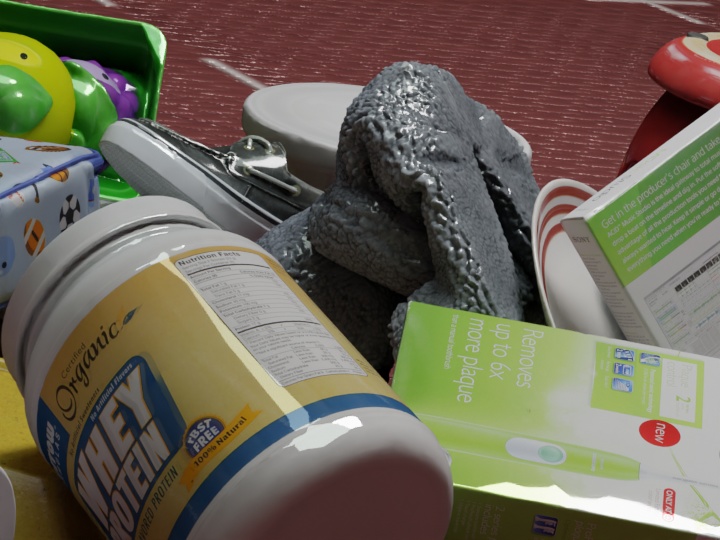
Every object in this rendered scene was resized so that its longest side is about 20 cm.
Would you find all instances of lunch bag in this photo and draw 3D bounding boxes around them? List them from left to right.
[{"bbox_3d":[-0.243,-0.030,1.503,0.159,0.076,0.200,10,15,22],"label":"lunch bag"}]

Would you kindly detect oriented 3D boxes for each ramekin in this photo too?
[{"bbox_3d":[0.013,-0.057,1.875,0.201,0.095,0.203,9,17,-3],"label":"ramekin"}]

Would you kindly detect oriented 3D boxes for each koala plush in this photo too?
[{"bbox_3d":[0.000,0.000,1.556,0.199,0.185,0.177,-30,-9,26],"label":"koala plush"}]

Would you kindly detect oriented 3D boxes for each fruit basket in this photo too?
[{"bbox_3d":[-0.230,-0.112,1.758,0.214,0.157,0.216,5,-26,2],"label":"fruit basket"}]

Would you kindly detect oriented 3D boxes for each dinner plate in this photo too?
[{"bbox_3d":[0.146,0.043,1.523,0.024,0.201,0.200,-26,2,25],"label":"dinner plate"}]

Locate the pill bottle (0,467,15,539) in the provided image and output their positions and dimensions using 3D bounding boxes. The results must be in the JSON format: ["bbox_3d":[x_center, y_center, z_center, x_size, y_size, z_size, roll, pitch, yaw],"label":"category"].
[{"bbox_3d":[-0.256,0.092,1.207,0.199,0.114,0.113,18,19,25],"label":"pill bottle"}]

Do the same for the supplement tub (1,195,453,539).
[{"bbox_3d":[-0.066,0.072,1.256,0.144,0.145,0.200,-5,38,-40],"label":"supplement tub"}]

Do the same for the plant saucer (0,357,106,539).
[{"bbox_3d":[-0.195,0.088,1.369,0.198,0.049,0.200,15,18,13],"label":"plant saucer"}]

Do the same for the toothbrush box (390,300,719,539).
[{"bbox_3d":[0.106,0.105,1.361,0.198,0.087,0.146,12,35,2],"label":"toothbrush box"}]

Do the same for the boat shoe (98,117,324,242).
[{"bbox_3d":[-0.071,-0.050,1.732,0.199,0.071,0.072,32,-14,-18],"label":"boat shoe"}]

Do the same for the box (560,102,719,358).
[{"bbox_3d":[0.216,0.017,1.508,0.144,0.201,0.036,-35,14,-20],"label":"box"}]

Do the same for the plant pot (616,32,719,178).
[{"bbox_3d":[0.277,-0.058,1.888,0.199,0.184,0.201,11,17,-3],"label":"plant pot"}]

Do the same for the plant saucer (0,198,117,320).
[{"bbox_3d":[-0.168,0.005,1.646,0.198,0.051,0.200,10,17,-3],"label":"plant saucer"}]
